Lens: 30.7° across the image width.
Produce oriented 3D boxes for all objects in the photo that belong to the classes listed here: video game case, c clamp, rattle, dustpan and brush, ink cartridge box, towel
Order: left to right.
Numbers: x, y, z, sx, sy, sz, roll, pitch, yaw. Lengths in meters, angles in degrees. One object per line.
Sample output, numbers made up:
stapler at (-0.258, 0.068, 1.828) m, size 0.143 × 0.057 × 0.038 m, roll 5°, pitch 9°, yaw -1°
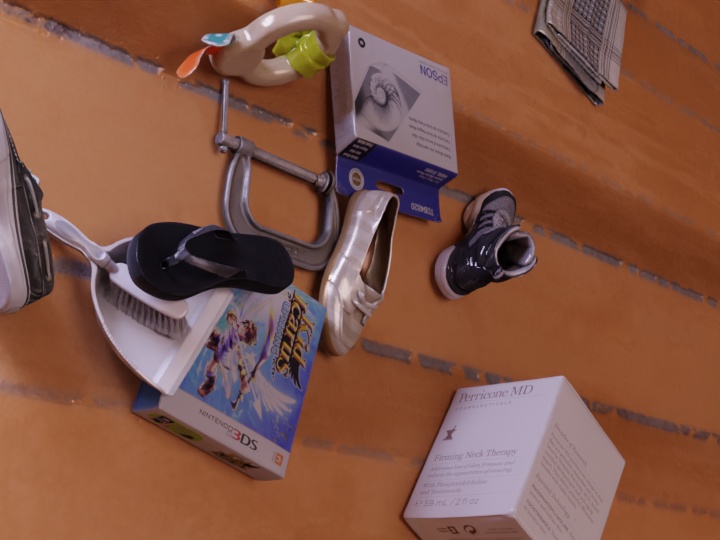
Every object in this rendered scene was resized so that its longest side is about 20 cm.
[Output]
dustpan and brush at (-0.225, 0.007, 1.232) m, size 0.199 × 0.057 × 0.140 m, roll 32°, pitch 59°, yaw -5°
video game case at (-0.127, 0.088, 1.341) m, size 0.181 × 0.045 × 0.201 m, roll 37°, pitch 56°, yaw -39°
rattle at (-0.121, -0.274, 1.397) m, size 0.199 × 0.130 × 0.144 m, roll -9°, pitch 83°, yaw -31°
c clamp at (-0.087, -0.094, 1.439) m, size 0.199 × 0.027 × 0.172 m, roll 28°, pitch 62°, yaw -42°
ink cartridge box at (0.043, -0.174, 1.584) m, size 0.199 × 0.040 × 0.202 m, roll 13°, pitch 69°, yaw -47°
towel at (0.339, -0.376, 1.978) m, size 0.192 × 0.034 × 0.201 m, roll 39°, pitch 55°, yaw -37°

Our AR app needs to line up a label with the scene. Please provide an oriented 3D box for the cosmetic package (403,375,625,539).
cosmetic package at (0.187, 0.261, 1.568) m, size 0.167 × 0.167 × 0.201 m, roll 51°, pitch 48°, yaw -28°

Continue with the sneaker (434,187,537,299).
sneaker at (0.181, -0.040, 1.665) m, size 0.076 × 0.113 × 0.200 m, roll 58°, pitch 45°, yaw -23°

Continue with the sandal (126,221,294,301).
sandal at (-0.139, -0.015, 1.253) m, size 0.199 × 0.043 × 0.077 m, roll -3°, pitch 67°, yaw -47°

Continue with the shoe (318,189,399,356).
shoe at (0.000, 0.000, 1.481) m, size 0.070 × 0.053 × 0.201 m, roll 35°, pitch 63°, yaw -52°

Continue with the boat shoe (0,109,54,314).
boat shoe at (-0.317, -0.065, 1.152) m, size 0.071 × 0.072 × 0.202 m, roll -23°, pitch 109°, yaw -57°
